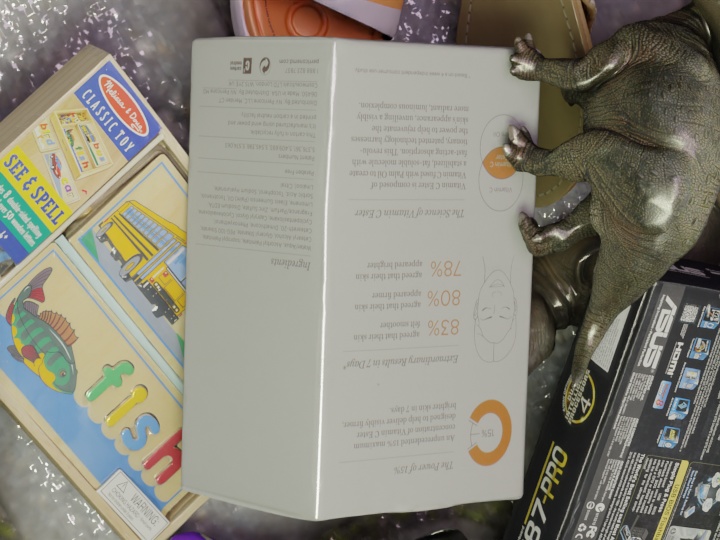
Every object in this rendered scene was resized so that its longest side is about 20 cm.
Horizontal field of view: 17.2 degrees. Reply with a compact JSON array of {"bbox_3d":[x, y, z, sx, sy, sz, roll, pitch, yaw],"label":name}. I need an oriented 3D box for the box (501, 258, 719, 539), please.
[{"bbox_3d":[0.155,0.098,1.096,0.161,0.049,0.200,9,107,-27],"label":"box"}]

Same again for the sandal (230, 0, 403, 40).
[{"bbox_3d":[-0.009,-0.178,1.097,0.079,0.059,0.207,10,87,-15],"label":"sandal"}]

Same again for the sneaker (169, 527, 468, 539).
[{"bbox_3d":[0.009,0.153,1.060,0.200,0.070,0.100,29,85,18],"label":"sneaker"}]

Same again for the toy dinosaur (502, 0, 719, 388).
[{"bbox_3d":[0.117,-0.052,1.004,0.077,0.102,0.200,41,59,-49],"label":"toy dinosaur"}]

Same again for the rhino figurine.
[{"bbox_3d":[0.120,0.005,1.123,0.200,0.087,0.060,-26,135,-13],"label":"rhino figurine"}]

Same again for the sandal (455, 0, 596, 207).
[{"bbox_3d":[0.085,-0.140,1.117,0.070,0.078,0.212,-35,117,-45],"label":"sandal"}]

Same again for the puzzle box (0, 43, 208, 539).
[{"bbox_3d":[-0.106,0.017,1.048,0.133,0.025,0.200,-45,122,-12],"label":"puzzle box"}]

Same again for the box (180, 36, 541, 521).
[{"bbox_3d":[0.000,0.000,1.038,0.124,0.097,0.200,-1,95,-42],"label":"box"}]
